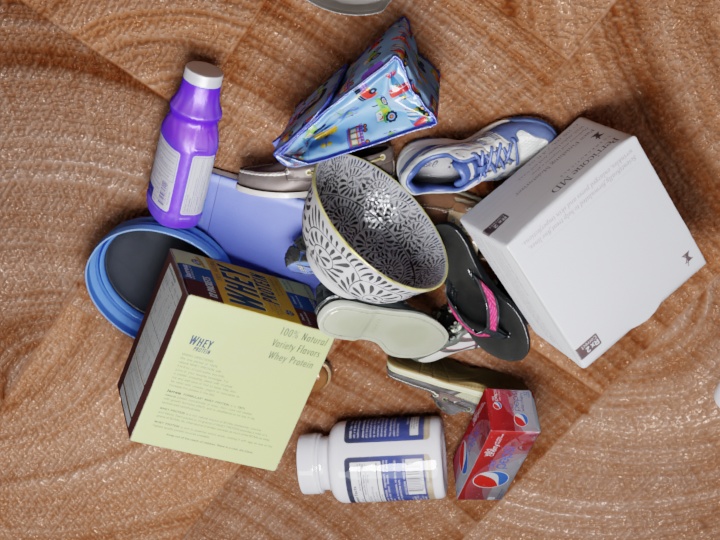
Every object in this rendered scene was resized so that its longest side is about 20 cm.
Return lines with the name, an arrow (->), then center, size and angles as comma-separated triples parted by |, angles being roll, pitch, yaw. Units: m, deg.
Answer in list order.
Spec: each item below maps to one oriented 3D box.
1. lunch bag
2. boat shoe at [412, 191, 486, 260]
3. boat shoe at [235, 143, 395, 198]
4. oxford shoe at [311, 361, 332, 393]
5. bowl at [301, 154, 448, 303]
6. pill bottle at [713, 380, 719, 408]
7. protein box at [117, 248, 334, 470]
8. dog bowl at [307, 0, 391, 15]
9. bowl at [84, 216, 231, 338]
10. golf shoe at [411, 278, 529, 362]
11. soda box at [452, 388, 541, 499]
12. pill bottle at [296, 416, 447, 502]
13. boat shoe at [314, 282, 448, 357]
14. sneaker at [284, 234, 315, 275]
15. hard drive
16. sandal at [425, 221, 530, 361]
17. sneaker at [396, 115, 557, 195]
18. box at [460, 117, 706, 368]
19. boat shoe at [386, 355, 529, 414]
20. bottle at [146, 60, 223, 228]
lunch bag -> -0.013, -0.186, 1.403 | 0.199, 0.151, 0.094 | -28, 112, 18
boat shoe -> 0.135, -0.051, 1.505 | 0.197, 0.072, 0.077 | 7, 119, 2
boat shoe -> -0.055, -0.124, 1.488 | 0.197, 0.072, 0.060 | 0, 112, 1
oxford shoe -> -0.136, 0.155, 1.644 | 0.197, 0.071, 0.072 | -5, 116, 6
bowl -> -0.002, -0.030, 1.406 | 0.200, 0.201, 0.094 | 38, 120, -14
pill bottle -> 0.526, 0.095, 1.523 | 0.108, 0.110, 0.202 | 17, 118, -4
protein box -> -0.169, 0.110, 1.500 | 0.197, 0.135, 0.202 | 16, 109, -25
dog bowl -> -0.004, -0.389, 1.347 | 0.197, 0.059, 0.202 | 3, 118, 5
bowl -> -0.256, 0.015, 1.577 | 0.198, 0.040, 0.202 | 5, 130, 6
golf shoe -> 0.155, 0.077, 1.572 | 0.199, 0.078, 0.088 | -30, 120, 21
soda box -> 0.176, 0.233, 1.609 | 0.069, 0.064, 0.201 | 3, 143, -9
pill bottle -> 0.017, 0.260, 1.660 | 0.197, 0.111, 0.112 | -4, 118, 8
boat shoe -> 0.023, 0.055, 1.489 | 0.198, 0.066, 0.075 | 11, 128, -34
sneaker -> 0.000, 0.000, 1.523 | 0.198, 0.076, 0.079 | 5, 124, -16
hard drive -> -0.114, -0.044, 1.560 | 0.198, 0.025, 0.133 | 16, 118, -3
sandal -> 0.136, 0.035, 1.479 | 0.075, 0.045, 0.201 | -26, 105, 32
sneaker -> 0.142, -0.126, 1.455 | 0.198, 0.088, 0.076 | -14, 114, 9
box -> 0.260, -0.035, 1.420 | 0.198, 0.131, 0.201 | -39, 116, -6
boat shoe -> 0.125, 0.161, 1.618 | 0.198, 0.073, 0.065 | 16, 113, -3
bottle -> -0.210, -0.153, 1.478 | 0.065, 0.084, 0.202 | -1, 123, -31
